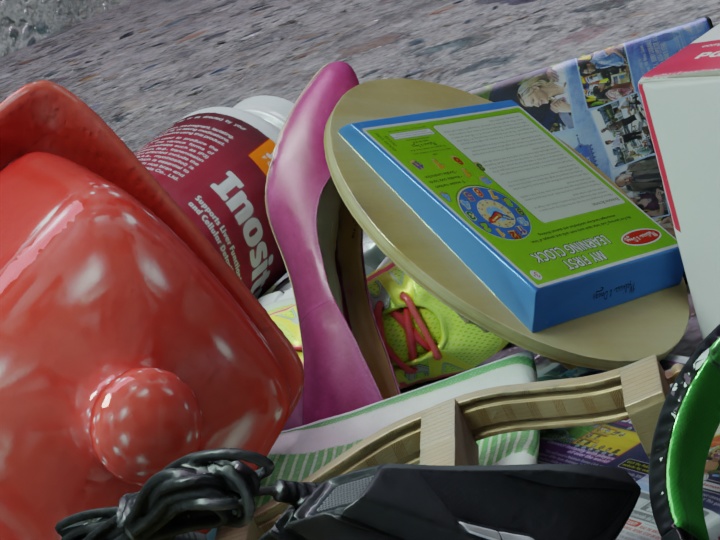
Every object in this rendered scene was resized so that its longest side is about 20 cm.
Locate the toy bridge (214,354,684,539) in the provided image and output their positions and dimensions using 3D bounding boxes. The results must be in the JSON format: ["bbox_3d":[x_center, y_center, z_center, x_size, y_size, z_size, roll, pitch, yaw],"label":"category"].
[{"bbox_3d":[0.036,0.076,0.698,0.198,0.027,0.067,-23,21,13],"label":"toy bridge"}]

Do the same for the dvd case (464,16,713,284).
[{"bbox_3d":[0.119,-0.047,0.982,0.198,0.144,0.018,-16,-18,7],"label":"dvd case"}]

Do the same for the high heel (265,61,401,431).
[{"bbox_3d":[0.000,0.000,0.862,0.095,0.202,0.067,8,-6,31],"label":"high heel"}]

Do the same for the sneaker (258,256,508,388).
[{"bbox_3d":[0.002,0.041,0.931,0.199,0.079,0.090,-22,13,33],"label":"sneaker"}]

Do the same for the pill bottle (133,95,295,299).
[{"bbox_3d":[-0.096,-0.026,1.031,0.112,0.114,0.200,-7,24,33],"label":"pill bottle"}]

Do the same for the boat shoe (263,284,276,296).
[{"bbox_3d":[-0.128,0.037,1.094,0.073,0.063,0.200,-5,22,37],"label":"boat shoe"}]

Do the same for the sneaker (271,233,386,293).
[{"bbox_3d":[0.028,-0.012,1.054,0.198,0.075,0.082,-21,18,-5],"label":"sneaker"}]

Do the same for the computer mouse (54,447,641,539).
[{"bbox_3d":[-0.005,0.101,0.614,0.199,0.047,0.140,7,-22,-36],"label":"computer mouse"}]

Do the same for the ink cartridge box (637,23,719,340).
[{"bbox_3d":[0.238,-0.066,0.873,0.084,0.146,0.199,1,26,45],"label":"ink cartridge box"}]

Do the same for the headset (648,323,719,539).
[{"bbox_3d":[0.157,0.075,0.560,0.124,0.094,0.201,-45,38,14],"label":"headset"}]

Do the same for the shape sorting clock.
[{"bbox_3d":[0.071,-0.024,0.846,0.198,0.039,0.201,21,30,-13],"label":"shape sorting clock"}]

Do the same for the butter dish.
[{"bbox_3d":[-0.110,0.053,0.701,0.200,0.200,0.147,-48,23,-19],"label":"butter dish"}]

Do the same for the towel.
[{"bbox_3d":[0.001,0.109,0.731,0.151,0.024,0.200,-19,21,21],"label":"towel"}]

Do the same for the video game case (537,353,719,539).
[{"bbox_3d":[0.098,0.088,0.759,0.181,0.023,0.199,-28,18,-26],"label":"video game case"}]

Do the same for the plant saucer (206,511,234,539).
[{"bbox_3d":[-0.150,0.088,0.819,0.199,0.201,0.027,-24,-24,-18],"label":"plant saucer"}]
